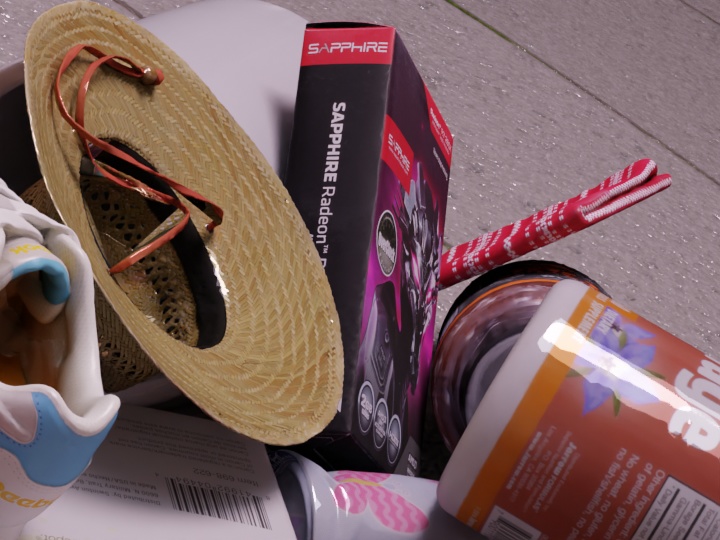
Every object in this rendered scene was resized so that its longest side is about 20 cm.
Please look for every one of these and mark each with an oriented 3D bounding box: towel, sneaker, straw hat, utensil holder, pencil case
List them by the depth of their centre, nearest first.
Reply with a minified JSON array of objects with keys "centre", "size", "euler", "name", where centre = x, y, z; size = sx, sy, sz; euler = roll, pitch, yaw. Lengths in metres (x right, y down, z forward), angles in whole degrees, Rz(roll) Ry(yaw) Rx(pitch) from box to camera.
[{"centre":[-0.140,-0.003,0.773],"size":[0.076,0.081,0.200],"euler":[11,47,-49],"name":"sneaker"},{"centre":[-0.099,-0.002,0.874],"size":[0.201,0.085,0.201],"euler":[46,27,-31],"name":"straw hat"},{"centre":[0.035,0.132,0.948],"size":[0.199,0.083,0.091],"euler":[12,2,-28],"name":"pencil case"},{"centre":[-0.093,-0.044,1.061],"size":[0.170,0.170,0.200],"euler":[30,24,8],"name":"utensil holder"},{"centre":[0.055,-0.007,1.133],"size":[0.145,0.200,0.023],"euler":[-25,91,-62],"name":"towel"}]

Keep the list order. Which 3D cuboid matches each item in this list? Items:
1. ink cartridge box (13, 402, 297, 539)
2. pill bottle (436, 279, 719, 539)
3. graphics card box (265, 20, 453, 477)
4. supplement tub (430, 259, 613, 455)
[{"centre":[-0.095,0.137,0.804],"size":[0.145,0.084,0.200],"euler":[15,27,-24],"name":"ink cartridge box"},{"centre":[0.141,0.098,0.880],"size":[0.200,0.112,0.112],"euler":[30,25,6],"name":"pill bottle"},{"centre":[0.000,0.000,1.005],"size":[0.051,0.201,0.126],"euler":[2,-21,16],"name":"graphics card box"},{"centre":[0.088,0.053,1.060],"size":[0.107,0.107,0.200],"euler":[27,6,0],"name":"supplement tub"}]
